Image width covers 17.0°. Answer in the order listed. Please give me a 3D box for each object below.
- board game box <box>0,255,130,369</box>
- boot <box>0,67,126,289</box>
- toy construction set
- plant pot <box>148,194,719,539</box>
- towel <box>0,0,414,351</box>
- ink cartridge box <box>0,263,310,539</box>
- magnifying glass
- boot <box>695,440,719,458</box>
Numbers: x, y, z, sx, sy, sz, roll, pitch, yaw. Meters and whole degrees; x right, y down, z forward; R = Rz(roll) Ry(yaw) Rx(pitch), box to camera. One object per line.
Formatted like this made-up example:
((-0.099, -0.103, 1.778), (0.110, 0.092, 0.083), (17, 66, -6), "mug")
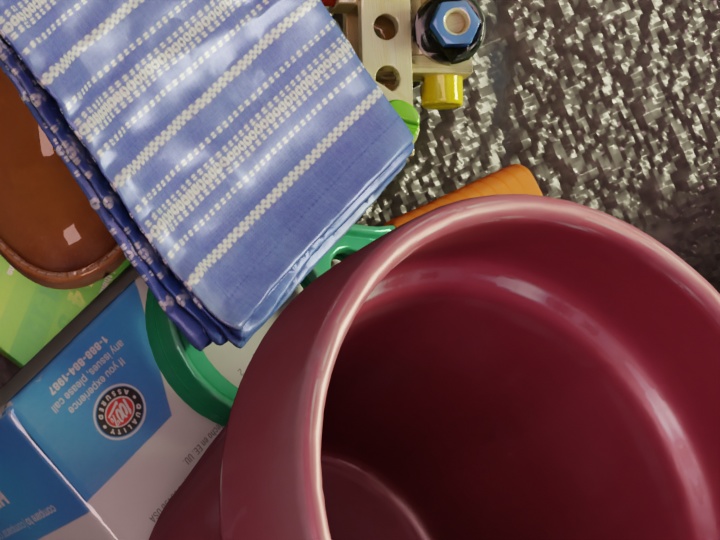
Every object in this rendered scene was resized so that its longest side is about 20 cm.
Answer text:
((-0.105, 0.006, 0.986), (0.200, 0.030, 0.096), (38, 87, -2), "board game box")
((-0.132, -0.106, 0.891), (0.076, 0.155, 0.202), (-9, 70, -1), "boot")
((-0.016, -0.120, 0.962), (0.130, 0.092, 0.202), (-1, 99, -12), "toy construction set")
((0.022, 0.096, 0.785), (0.199, 0.179, 0.202), (12, 66, -29), "plant pot")
((-0.066, -0.087, 0.857), (0.201, 0.024, 0.145), (56, 47, -15), "towel")
((-0.041, 0.095, 0.910), (0.200, 0.085, 0.145), (49, 52, -7), "ink cartridge box")
((0.000, 0.000, 0.913), (0.199, 0.022, 0.080), (-25, 86, -43), "magnifying glass")
((0.125, 0.101, 0.876), (0.070, 0.146, 0.200), (-41, 96, -34), "boot")
